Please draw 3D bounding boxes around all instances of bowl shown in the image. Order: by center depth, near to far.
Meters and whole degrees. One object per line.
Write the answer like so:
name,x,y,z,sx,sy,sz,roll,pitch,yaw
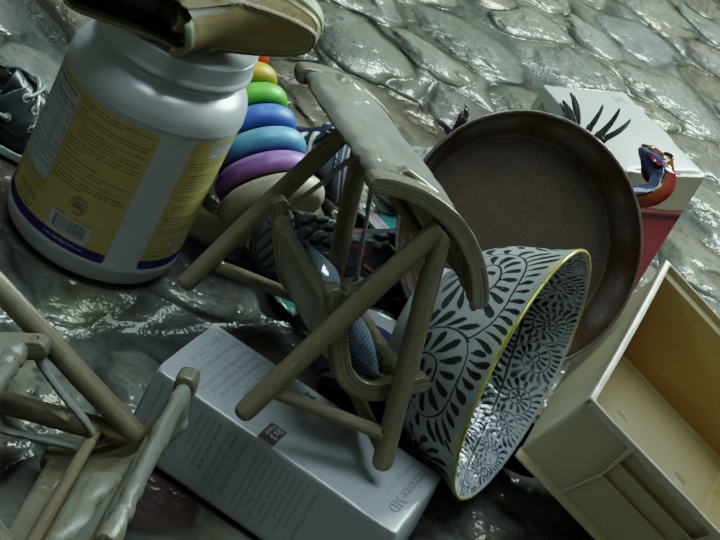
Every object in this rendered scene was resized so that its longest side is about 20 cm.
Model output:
bowl,0.079,0.057,1.525,0.094,0.201,0.201,26,26,18

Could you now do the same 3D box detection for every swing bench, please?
swing bench,-0.226,0.106,1.282,0.200,0.130,0.199,32,27,-4
swing bench,-0.009,-0.008,1.453,0.130,0.200,0.199,22,19,-26

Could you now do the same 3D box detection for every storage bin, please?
storage bin,0.244,0.134,1.630,0.199,0.094,0.200,46,38,-7

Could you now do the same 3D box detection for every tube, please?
tube,0.231,0.161,1.707,0.058,0.052,0.200,18,23,30

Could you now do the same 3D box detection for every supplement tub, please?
supplement tub,-0.173,-0.106,1.619,0.145,0.200,0.145,22,28,-13

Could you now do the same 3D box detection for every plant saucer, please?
plant saucer,0.118,-0.023,1.621,0.200,0.200,0.034,21,-2,-15

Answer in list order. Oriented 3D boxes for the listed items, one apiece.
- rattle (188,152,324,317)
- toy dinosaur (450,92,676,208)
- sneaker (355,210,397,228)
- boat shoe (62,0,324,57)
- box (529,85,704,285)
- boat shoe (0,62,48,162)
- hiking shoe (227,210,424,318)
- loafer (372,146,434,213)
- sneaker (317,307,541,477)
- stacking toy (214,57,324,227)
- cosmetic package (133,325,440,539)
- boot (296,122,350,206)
rattle,-0.088,-0.040,1.772,0.200,0.143,0.130,46,62,2
toy dinosaur,0.156,-0.073,1.712,0.181,0.200,0.105,24,29,-2
sneaker,0.075,0.017,1.774,0.121,0.084,0.200,-3,39,-31
boat shoe,-0.122,-0.182,1.520,0.200,0.072,0.076,12,46,-15
box,0.183,-0.044,1.841,0.109,0.200,0.128,1,38,-41
boat shoe,-0.292,-0.138,1.715,0.200,0.060,0.076,21,28,-14
hiking shoe,0.000,0.000,1.656,0.200,0.076,0.101,19,-10,-20
loafer,0.044,-0.078,1.868,0.070,0.070,0.200,0,-6,6
sneaker,0.054,0.118,1.615,0.200,0.076,0.088,32,56,-9
stacking toy,-0.093,-0.135,1.692,0.085,0.085,0.200,1,66,-42
cosmetic package,-0.054,0.131,1.468,0.200,0.074,0.102,32,27,8
boot,-0.041,-0.093,1.806,0.090,0.073,0.200,12,-2,-3
